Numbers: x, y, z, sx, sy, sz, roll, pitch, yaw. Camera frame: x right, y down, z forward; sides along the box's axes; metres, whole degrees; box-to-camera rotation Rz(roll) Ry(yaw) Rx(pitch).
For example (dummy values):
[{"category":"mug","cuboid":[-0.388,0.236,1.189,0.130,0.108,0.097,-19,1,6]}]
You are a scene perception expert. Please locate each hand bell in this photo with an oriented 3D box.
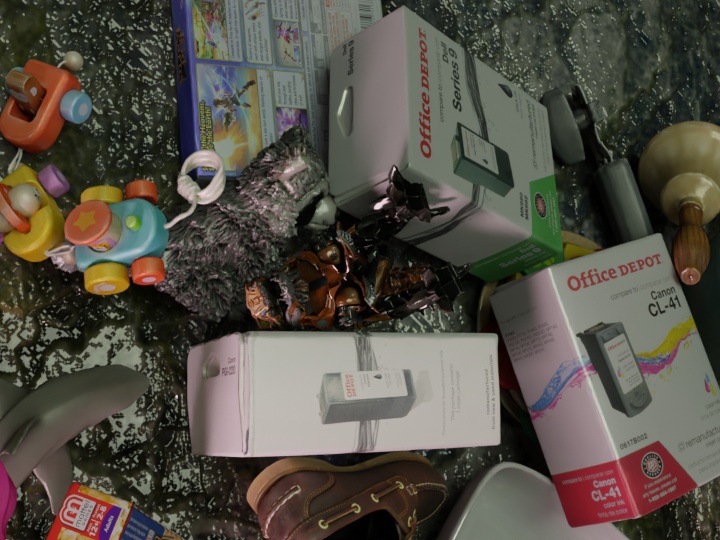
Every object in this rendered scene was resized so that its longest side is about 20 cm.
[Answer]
[{"category":"hand bell","cuboid":[0.296,-0.046,0.891,0.104,0.104,0.201,44,35,-10]}]

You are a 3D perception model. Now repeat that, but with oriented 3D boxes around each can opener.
[{"category":"can opener","cuboid":[0.233,-0.084,0.954,0.066,0.053,0.203,-24,87,7]}]

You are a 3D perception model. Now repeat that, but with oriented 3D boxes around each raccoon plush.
[{"category":"raccoon plush","cuboid":[-0.113,-0.044,0.708,0.197,0.097,0.136,4,118,-25]}]

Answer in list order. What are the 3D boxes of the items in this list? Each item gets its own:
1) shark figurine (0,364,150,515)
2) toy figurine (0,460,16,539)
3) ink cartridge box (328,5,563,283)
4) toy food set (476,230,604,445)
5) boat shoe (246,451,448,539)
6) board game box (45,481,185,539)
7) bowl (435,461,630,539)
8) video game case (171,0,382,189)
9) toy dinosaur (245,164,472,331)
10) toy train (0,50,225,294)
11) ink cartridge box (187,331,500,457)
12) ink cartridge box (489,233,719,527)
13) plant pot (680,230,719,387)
[{"category":"shark figurine","cuboid":[-0.229,0.145,0.651,0.127,0.089,0.218,24,67,-17]},{"category":"toy figurine","cuboid":[-0.287,0.116,0.579,0.198,0.150,0.186,-29,75,-6]},{"category":"ink cartridge box","cuboid":[0.071,-0.095,0.803,0.198,0.083,0.149,22,57,-42]},{"category":"toy food set","cuboid":[0.187,0.060,0.892,0.195,0.049,0.204,13,73,-23]},{"category":"boat shoe","cuboid":[0.005,0.180,0.727,0.198,0.070,0.071,7,117,-48]},{"category":"board game box","cuboid":[-0.175,0.251,0.616,0.046,0.152,0.203,14,67,14]},{"category":"bowl","cuboid":[0.127,0.277,0.798,0.199,0.074,0.202,37,66,-14]},{"category":"video game case","cuboid":[-0.063,-0.165,0.824,0.178,0.045,0.204,0,78,-27]},{"category":"toy dinosaur","cuboid":[0.000,0.000,0.715,0.103,0.135,0.200,57,30,-7]},{"category":"toy train","cuboid":[-0.198,-0.073,0.685,0.198,0.056,0.152,27,83,22]},{"category":"ink cartridge box","cuboid":[-0.016,0.092,0.731,0.197,0.145,0.087,4,79,-24]},{"category":"ink cartridge box","cuboid":[0.210,0.087,0.811,0.146,0.085,0.203,-14,82,-33]},{"category":"plant pot","cuboid":[0.383,0.042,0.942,0.197,0.134,0.204,6,75,-24]}]
